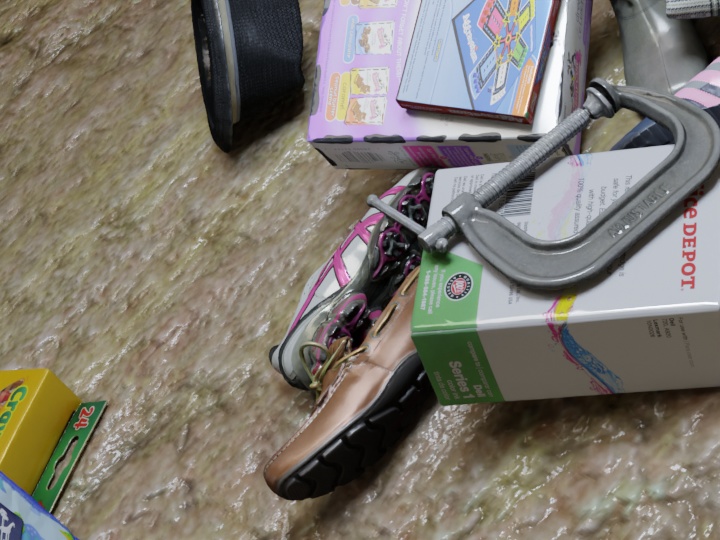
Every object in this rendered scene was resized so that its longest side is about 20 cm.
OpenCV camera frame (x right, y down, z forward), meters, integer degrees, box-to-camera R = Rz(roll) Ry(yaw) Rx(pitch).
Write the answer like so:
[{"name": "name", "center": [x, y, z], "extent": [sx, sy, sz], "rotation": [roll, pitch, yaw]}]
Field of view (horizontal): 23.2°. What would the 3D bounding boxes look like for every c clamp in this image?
[{"name": "c clamp", "center": [0.124, -0.063, 1.124], "extent": [0.199, 0.027, 0.171], "rotation": [-34, 44, -11]}]

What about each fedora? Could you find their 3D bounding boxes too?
[{"name": "fedora", "center": [-0.098, -0.204, 1.563], "extent": [0.091, 0.202, 0.201], "rotation": [-8, 38, -8]}]

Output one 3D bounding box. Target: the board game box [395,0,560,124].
[{"name": "board game box", "center": [0.098, -0.209, 1.281], "extent": [0.102, 0.019, 0.202], "rotation": [9, 77, 24]}]

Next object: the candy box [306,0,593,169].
[{"name": "candy box", "center": [0.071, -0.165, 1.329], "extent": [0.198, 0.072, 0.169], "rotation": [2, 74, 22]}]

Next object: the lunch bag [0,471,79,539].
[{"name": "lunch bag", "center": [-0.295, 0.230, 1.245], "extent": [0.127, 0.170, 0.201], "rotation": [-11, 43, 39]}]

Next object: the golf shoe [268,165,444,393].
[{"name": "golf shoe", "center": [0.000, 0.000, 1.307], "extent": [0.092, 0.073, 0.201], "rotation": [10, 59, 48]}]

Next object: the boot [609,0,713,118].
[{"name": "boot", "center": [0.199, -0.210, 1.300], "extent": [0.067, 0.131, 0.201], "rotation": [-24, 39, 20]}]

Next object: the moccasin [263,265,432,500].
[{"name": "moccasin", "center": [0.002, 0.074, 1.215], "extent": [0.077, 0.074, 0.202], "rotation": [33, 76, 27]}]

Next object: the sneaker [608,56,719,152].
[{"name": "sneaker", "center": [0.252, -0.111, 1.220], "extent": [0.199, 0.070, 0.082], "rotation": [-31, 20, 8]}]

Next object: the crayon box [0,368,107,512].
[{"name": "crayon box", "center": [-0.314, 0.146, 1.450], "extent": [0.199, 0.051, 0.128], "rotation": [-6, 48, 37]}]

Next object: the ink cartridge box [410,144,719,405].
[{"name": "ink cartridge box", "center": [0.144, 0.002, 1.134], "extent": [0.198, 0.084, 0.146], "rotation": [-5, 47, 18]}]

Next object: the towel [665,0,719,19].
[{"name": "towel", "center": [0.308, -0.261, 1.284], "extent": [0.191, 0.035, 0.201], "rotation": [-5, 44, 7]}]
